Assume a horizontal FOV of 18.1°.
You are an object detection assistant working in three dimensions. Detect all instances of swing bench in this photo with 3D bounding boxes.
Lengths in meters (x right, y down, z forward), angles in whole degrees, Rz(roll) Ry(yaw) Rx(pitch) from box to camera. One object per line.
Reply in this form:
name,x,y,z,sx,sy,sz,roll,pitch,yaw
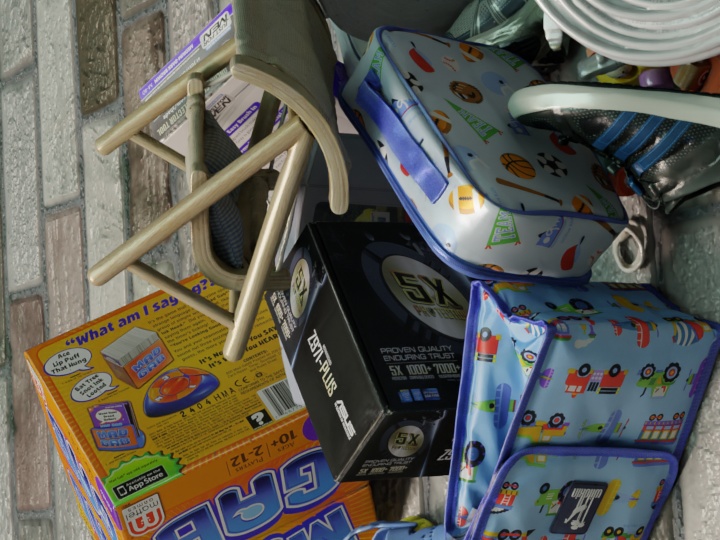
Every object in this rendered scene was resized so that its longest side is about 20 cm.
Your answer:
swing bench,-0.083,-0.086,1.555,0.200,0.129,0.199,-52,21,24

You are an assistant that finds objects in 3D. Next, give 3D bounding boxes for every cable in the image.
cable,0.188,-0.228,1.417,0.199,0.069,0.201,-12,99,20

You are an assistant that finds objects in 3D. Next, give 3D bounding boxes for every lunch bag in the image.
lunch bag,0.075,-0.078,1.500,0.076,0.159,0.200,-57,49,31
lunch bag,0.136,0.114,1.507,0.094,0.150,0.201,34,118,52

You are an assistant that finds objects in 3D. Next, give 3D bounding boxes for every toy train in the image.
toy train,0.184,-0.102,1.526,0.201,0.055,0.151,-62,41,35

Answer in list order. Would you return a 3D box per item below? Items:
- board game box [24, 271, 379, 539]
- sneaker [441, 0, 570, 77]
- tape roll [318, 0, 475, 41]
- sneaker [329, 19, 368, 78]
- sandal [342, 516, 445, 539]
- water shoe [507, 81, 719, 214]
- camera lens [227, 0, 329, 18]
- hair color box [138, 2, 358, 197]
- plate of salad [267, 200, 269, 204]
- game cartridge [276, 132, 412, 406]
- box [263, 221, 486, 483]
board game box,-0.122,0.150,1.806,0.200,0.199,0.201,52,161,45
sneaker,0.123,-0.196,1.621,0.200,0.077,0.087,-29,60,44
tape roll,0.048,-0.256,1.612,0.201,0.199,0.066,-60,44,37
sneaker,0.021,-0.193,1.771,0.071,0.073,0.201,-60,44,35
sandal,0.052,0.223,1.700,0.200,0.087,0.080,-12,77,55
water shoe,0.184,-0.076,1.437,0.199,0.071,0.080,8,97,24
camera lens,-0.047,-0.300,1.691,0.201,0.159,0.161,96,155,-50
hair color box,-0.061,-0.118,1.755,0.109,0.199,0.065,-40,52,23
plate of salad,-0.045,0.012,1.844,0.200,0.048,0.201,158,90,-85
game cartridge,0.000,0.000,1.670,0.041,0.132,0.202,-2,87,62
box,0.057,0.054,1.589,0.086,0.199,0.164,-57,44,42
